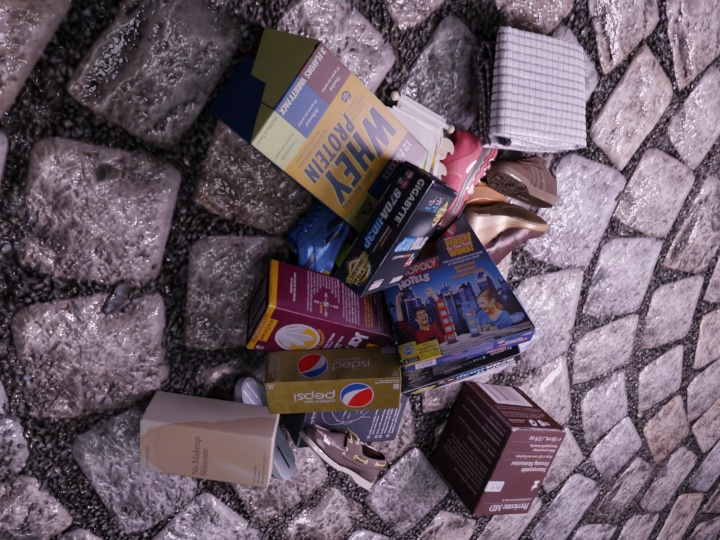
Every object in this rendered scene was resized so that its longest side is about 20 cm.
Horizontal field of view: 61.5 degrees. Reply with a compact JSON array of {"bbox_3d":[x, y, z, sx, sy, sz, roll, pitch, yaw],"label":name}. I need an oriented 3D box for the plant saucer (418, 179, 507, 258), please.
[{"bbox_3d":[0.193,-0.058,1.075,0.195,0.037,0.205,-13,118,-24],"label":"plant saucer"}]

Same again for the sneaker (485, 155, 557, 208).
[{"bbox_3d":[0.281,-0.169,1.055,0.198,0.069,0.078,17,78,-47],"label":"sneaker"}]

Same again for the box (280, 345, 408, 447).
[{"bbox_3d":[-0.024,0.202,1.033,0.195,0.107,0.152,6,111,-31],"label":"box"}]

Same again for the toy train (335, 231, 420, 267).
[{"bbox_3d":[0.000,0.000,0.950,0.202,0.084,0.115,-56,142,5],"label":"toy train"}]

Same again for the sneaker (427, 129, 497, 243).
[{"bbox_3d":[0.139,-0.138,0.983,0.086,0.074,0.203,33,81,-1],"label":"sneaker"}]

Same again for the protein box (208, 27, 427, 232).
[{"bbox_3d":[-0.058,-0.180,0.779,0.199,0.198,0.136,35,94,-36],"label":"protein box"}]

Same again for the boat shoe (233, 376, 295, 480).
[{"bbox_3d":[-0.172,0.269,1.008,0.061,0.072,0.204,-9,112,26],"label":"boat shoe"}]

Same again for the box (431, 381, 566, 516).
[{"bbox_3d":[0.279,0.361,1.239,0.162,0.164,0.205,11,107,-32],"label":"box"}]

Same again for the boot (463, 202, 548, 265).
[{"bbox_3d":[0.223,-0.029,1.057,0.195,0.073,0.170,-1,124,-30],"label":"boot"}]

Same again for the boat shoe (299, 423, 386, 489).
[{"bbox_3d":[-0.024,0.285,0.965,0.060,0.072,0.200,-47,131,-6],"label":"boat shoe"}]

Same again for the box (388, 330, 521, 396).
[{"bbox_3d":[0.138,0.092,0.965,0.195,0.163,0.046,-20,157,10],"label":"box"}]

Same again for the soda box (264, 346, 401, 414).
[{"bbox_3d":[-0.039,0.160,0.884,0.194,0.065,0.069,-2,128,-1],"label":"soda box"}]

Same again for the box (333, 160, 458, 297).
[{"bbox_3d":[0.053,-0.052,0.785,0.161,0.046,0.199,-57,167,12],"label":"box"}]

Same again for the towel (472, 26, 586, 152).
[{"bbox_3d":[0.267,-0.275,0.960,0.195,0.085,0.171,-2,93,-29],"label":"towel"}]

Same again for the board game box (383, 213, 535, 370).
[{"bbox_3d":[0.134,0.029,0.910,0.195,0.205,0.062,-15,156,2],"label":"board game box"}]

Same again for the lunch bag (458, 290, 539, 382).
[{"bbox_3d":[0.193,0.134,1.108,0.166,0.129,0.202,-7,146,-28],"label":"lunch bag"}]

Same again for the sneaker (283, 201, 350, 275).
[{"bbox_3d":[-0.065,-0.062,0.911,0.077,0.066,0.204,16,106,-27],"label":"sneaker"}]

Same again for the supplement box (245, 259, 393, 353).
[{"bbox_3d":[-0.061,0.073,0.907,0.195,0.087,0.111,16,136,-21],"label":"supplement box"}]

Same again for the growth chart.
[{"bbox_3d":[0.069,-0.166,0.913,0.143,0.018,0.204,31,71,-24],"label":"growth chart"}]

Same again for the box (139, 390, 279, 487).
[{"bbox_3d":[-0.226,0.254,0.915,0.194,0.078,0.098,7,112,-2],"label":"box"}]
